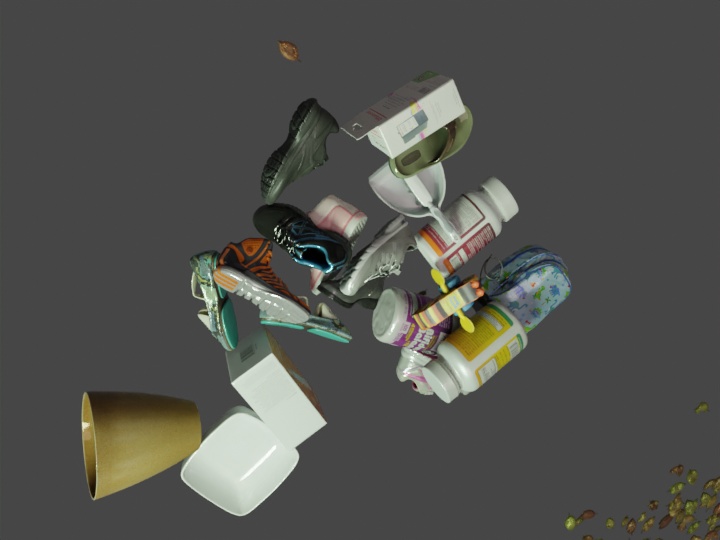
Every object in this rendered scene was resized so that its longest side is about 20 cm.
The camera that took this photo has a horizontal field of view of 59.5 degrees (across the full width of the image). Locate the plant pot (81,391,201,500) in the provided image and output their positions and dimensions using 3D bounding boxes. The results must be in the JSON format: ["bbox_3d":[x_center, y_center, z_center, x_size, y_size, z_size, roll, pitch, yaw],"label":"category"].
[{"bbox_3d":[-0.405,0.308,1.179,0.196,0.186,0.191,-3,113,-30],"label":"plant pot"}]

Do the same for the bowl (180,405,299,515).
[{"bbox_3d":[-0.250,0.382,1.303,0.200,0.075,0.200,-44,117,3],"label":"bowl"}]

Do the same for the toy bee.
[{"bbox_3d":[0.185,0.038,1.182,0.130,0.109,0.202,34,89,-2],"label":"toy bee"}]

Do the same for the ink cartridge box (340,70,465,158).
[{"bbox_3d":[0.073,-0.271,1.127,0.197,0.117,0.068,-32,120,-3],"label":"ink cartridge box"}]

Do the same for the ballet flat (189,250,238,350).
[{"bbox_3d":[-0.277,0.057,1.180,0.072,0.074,0.205,-11,112,-13],"label":"ballet flat"}]

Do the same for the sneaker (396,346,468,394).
[{"bbox_3d":[0.156,0.229,1.379,0.197,0.082,0.089,29,102,-17],"label":"sneaker"}]

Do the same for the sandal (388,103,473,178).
[{"bbox_3d":[0.138,-0.234,1.154,0.200,0.057,0.081,-40,102,-19],"label":"sandal"}]

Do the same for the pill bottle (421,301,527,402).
[{"bbox_3d":[0.220,0.162,1.230,0.199,0.112,0.114,-37,118,-13],"label":"pill bottle"}]

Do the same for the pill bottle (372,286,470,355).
[{"bbox_3d":[0.132,0.112,1.300,0.196,0.112,0.115,16,105,-23],"label":"pill bottle"}]

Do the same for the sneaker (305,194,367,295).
[{"bbox_3d":[-0.070,-0.055,1.199,0.104,0.075,0.202,36,125,10],"label":"sneaker"}]

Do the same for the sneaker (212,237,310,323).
[{"bbox_3d":[-0.164,0.009,1.153,0.198,0.114,0.077,34,140,-21],"label":"sneaker"}]

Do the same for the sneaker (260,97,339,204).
[{"bbox_3d":[-0.107,-0.200,1.125,0.090,0.076,0.202,27,103,-33],"label":"sneaker"}]

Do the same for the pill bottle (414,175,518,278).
[{"bbox_3d":[0.210,-0.088,1.249,0.199,0.110,0.110,-40,117,0],"label":"pill bottle"}]

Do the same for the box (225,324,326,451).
[{"bbox_3d":[-0.167,0.231,1.242,0.096,0.125,0.202,-34,118,-2],"label":"box"}]

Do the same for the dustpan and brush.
[{"bbox_3d":[0.124,-0.135,1.193,0.139,0.057,0.201,-38,97,-1],"label":"dustpan and brush"}]

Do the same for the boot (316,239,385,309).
[{"bbox_3d":[0.000,0.000,1.208,0.134,0.069,0.199,-62,155,11],"label":"boot"}]

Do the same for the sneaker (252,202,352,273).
[{"bbox_3d":[-0.112,-0.059,1.122,0.196,0.082,0.075,23,119,12],"label":"sneaker"}]

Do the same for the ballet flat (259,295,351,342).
[{"bbox_3d":[-0.100,0.089,1.238,0.196,0.074,0.076,17,105,-26],"label":"ballet flat"}]

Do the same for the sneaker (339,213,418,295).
[{"bbox_3d":[0.041,-0.018,1.141,0.082,0.074,0.200,48,60,-7],"label":"sneaker"}]

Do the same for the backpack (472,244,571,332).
[{"bbox_3d":[0.347,0.041,1.340,0.200,0.153,0.164,-43,111,-12],"label":"backpack"}]
